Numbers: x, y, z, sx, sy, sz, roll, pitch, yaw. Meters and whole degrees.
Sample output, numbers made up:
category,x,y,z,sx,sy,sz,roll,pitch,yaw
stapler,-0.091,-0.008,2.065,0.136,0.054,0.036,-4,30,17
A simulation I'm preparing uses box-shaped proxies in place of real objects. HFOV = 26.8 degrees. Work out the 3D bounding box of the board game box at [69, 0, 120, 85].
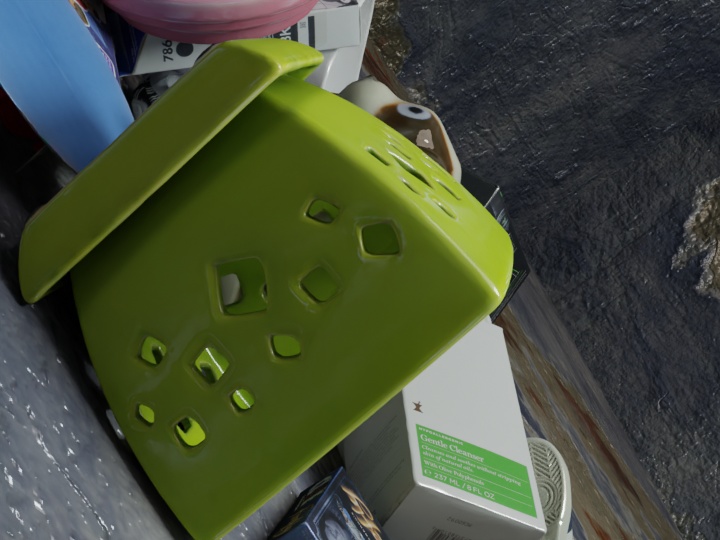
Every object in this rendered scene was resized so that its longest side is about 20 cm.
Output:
category,x,y,z,sx,sy,sz,roll,pitch,yaw
board game box,-0.223,-0.203,1.026,0.136,0.034,0.201,50,12,-36

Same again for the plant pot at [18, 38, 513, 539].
category,x,y,z,sx,sy,sz,roll,pitch,yaw
plant pot,-0.052,-0.008,0.791,0.182,0.200,0.199,48,11,-4

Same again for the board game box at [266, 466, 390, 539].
category,x,y,z,sx,sy,sz,roll,pitch,yaw
board game box,0.021,0.219,0.869,0.201,0.034,0.135,57,9,-1

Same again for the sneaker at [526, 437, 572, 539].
category,x,y,z,sx,sy,sz,roll,pitch,yaw
sneaker,0.144,0.239,1.224,0.085,0.074,0.202,52,36,-57

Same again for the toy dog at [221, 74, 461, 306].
category,x,y,z,sx,sy,sz,roll,pitch,yaw
toy dog,-0.032,-0.034,0.934,0.195,0.199,0.139,57,10,5

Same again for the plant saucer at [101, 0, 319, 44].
category,x,y,z,sx,sy,sz,roll,pitch,yaw
plant saucer,-0.104,-0.221,1.085,0.201,0.198,0.051,-112,-164,-50

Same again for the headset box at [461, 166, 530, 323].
category,x,y,z,sx,sy,sz,roll,pitch,yaw
headset box,0.060,-0.046,1.499,0.173,0.093,0.200,31,-13,28

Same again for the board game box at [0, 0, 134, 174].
category,x,y,z,sx,sy,sz,roll,pitch,yaw
board game box,-0.196,-0.120,0.862,0.159,0.039,0.200,58,11,-9

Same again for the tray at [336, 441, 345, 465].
category,x,y,z,sx,sy,sz,roll,pitch,yaw
tray,0.017,0.100,1.128,0.107,0.022,0.201,2,47,-37

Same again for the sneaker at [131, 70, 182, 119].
category,x,y,z,sx,sy,sz,roll,pitch,yaw
sneaker,-0.097,-0.106,1.104,0.075,0.114,0.201,49,12,-38

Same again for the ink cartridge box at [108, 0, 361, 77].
category,x,y,z,sx,sy,sz,roll,pitch,yaw
ink cartridge box,-0.106,-0.192,1.119,0.100,0.198,0.039,-113,-163,-50

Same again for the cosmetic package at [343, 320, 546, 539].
category,x,y,z,sx,sy,sz,roll,pitch,yaw
cosmetic package,0.049,0.114,1.037,0.107,0.085,0.201,22,35,-22

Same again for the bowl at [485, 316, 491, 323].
category,x,y,z,sx,sy,sz,roll,pitch,yaw
bowl,0.054,0.038,1.340,0.201,0.094,0.201,53,11,-15

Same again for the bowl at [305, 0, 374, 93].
category,x,y,z,sx,sy,sz,roll,pitch,yaw
bowl,-0.053,-0.129,1.229,0.074,0.201,0.200,17,31,5
